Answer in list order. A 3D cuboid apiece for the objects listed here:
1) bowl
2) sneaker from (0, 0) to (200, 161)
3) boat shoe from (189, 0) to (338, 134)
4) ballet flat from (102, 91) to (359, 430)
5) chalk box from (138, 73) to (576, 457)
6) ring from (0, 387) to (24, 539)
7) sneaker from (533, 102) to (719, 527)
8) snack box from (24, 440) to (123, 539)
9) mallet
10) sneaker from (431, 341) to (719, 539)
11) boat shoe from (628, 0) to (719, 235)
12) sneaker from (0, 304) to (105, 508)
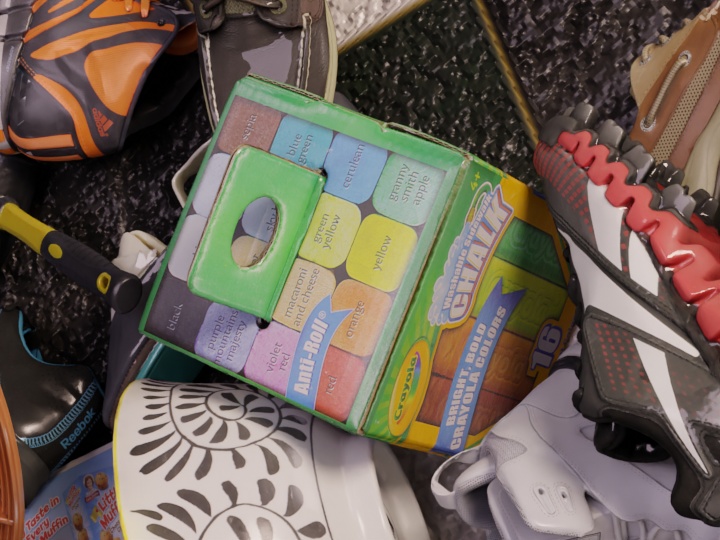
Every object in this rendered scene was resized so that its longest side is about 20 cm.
[{"bbox_3d":[-0.022,0.126,0.813,0.094,0.201,0.201,-21,70,9],"label":"bowl"},{"bbox_3d":[-0.129,-0.153,0.993,0.112,0.078,0.200,5,83,19],"label":"sneaker"},{"bbox_3d":[-0.053,-0.143,0.880,0.072,0.066,0.201,-2,81,19],"label":"boat shoe"},{"bbox_3d":[-0.077,-0.013,0.931,0.073,0.073,0.200,39,93,29],"label":"ballet flat"},{"bbox_3d":[0.000,0.000,0.810,0.124,0.200,0.125,23,92,30],"label":"chalk box"},{"bbox_3d":[-0.233,0.079,0.946,0.200,0.019,0.201,22,122,42],"label":"ring"},{"bbox_3d":[0.113,0.018,0.738,0.098,0.071,0.201,-47,52,17],"label":"sneaker"},{"bbox_3d":[-0.147,0.138,0.966,0.200,0.024,0.072,-27,67,22],"label":"snack box"},{"bbox_3d":[-0.157,-0.024,0.956,0.200,0.041,0.066,15,86,54],"label":"mallet"},{"bbox_3d":[0.124,0.113,0.764,0.200,0.115,0.075,38,143,33],"label":"sneaker"},{"bbox_3d":[0.150,-0.076,0.817,0.074,0.076,0.200,25,92,33],"label":"boat shoe"},{"bbox_3d":[-0.215,0.051,1.006,0.200,0.073,0.082,33,68,34],"label":"sneaker"}]
